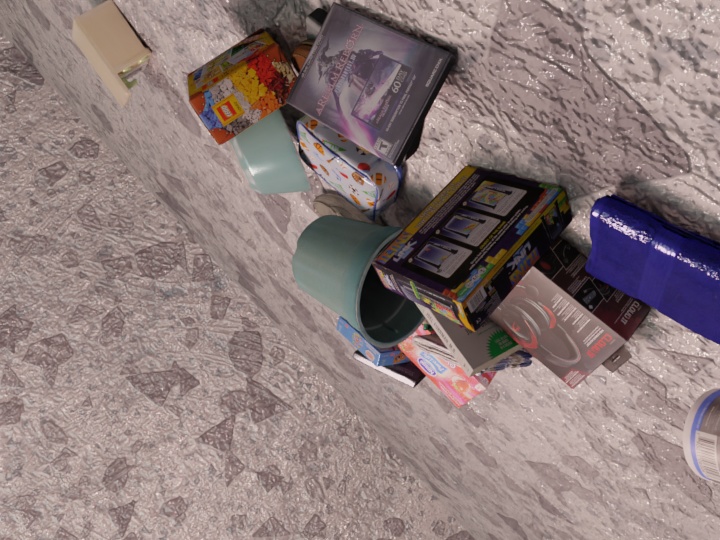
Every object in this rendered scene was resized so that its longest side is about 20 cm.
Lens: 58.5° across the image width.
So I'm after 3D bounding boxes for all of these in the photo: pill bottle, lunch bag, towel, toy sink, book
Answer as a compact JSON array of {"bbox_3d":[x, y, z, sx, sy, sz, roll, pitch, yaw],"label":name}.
[{"bbox_3d":[0.474,0.202,0.703,0.114,0.114,0.200,52,161,-18],"label":"pill bottle"},{"bbox_3d":[-0.023,-0.181,1.070,0.200,0.076,0.160,43,166,11],"label":"lunch bag"},{"bbox_3d":[0.341,0.001,0.692,0.200,0.050,0.148,35,166,30],"label":"towel"},{"bbox_3d":[0.197,0.140,1.115,0.146,0.024,0.199,21,-169,38],"label":"towel"},{"bbox_3d":[-0.582,-0.518,1.546,0.201,0.112,0.130,57,160,-14],"label":"toy sink"},{"bbox_3d":[0.157,0.048,0.969,0.200,0.133,0.048,54,153,25],"label":"book"}]

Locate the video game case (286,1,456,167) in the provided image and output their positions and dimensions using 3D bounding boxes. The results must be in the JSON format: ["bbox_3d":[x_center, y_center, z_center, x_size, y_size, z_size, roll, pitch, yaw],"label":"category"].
[{"bbox_3d":[0.006,-0.236,0.803,0.200,0.144,0.019,35,-167,29],"label":"video game case"}]

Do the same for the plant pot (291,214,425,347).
[{"bbox_3d":[0.000,0.000,1.086,0.195,0.200,0.201,23,151,42],"label":"plant pot"}]

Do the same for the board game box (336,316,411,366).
[{"bbox_3d":[0.072,0.138,1.346,0.151,0.199,0.037,37,121,46],"label":"board game box"}]

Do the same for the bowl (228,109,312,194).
[{"bbox_3d":[-0.172,-0.218,1.158,0.201,0.104,0.202,156,90,-88],"label":"bowl"}]

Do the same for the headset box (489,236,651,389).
[{"bbox_3d":[0.272,0.056,0.863,0.200,0.075,0.149,42,148,14],"label":"headset box"}]

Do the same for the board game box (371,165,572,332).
[{"bbox_3d":[0.138,-0.036,0.811,0.165,0.200,0.057,26,155,49],"label":"board game box"}]

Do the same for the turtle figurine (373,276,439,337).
[{"bbox_3d":[0.131,0.044,1.167,0.199,0.101,0.149,22,-164,25],"label":"turtle figurine"}]

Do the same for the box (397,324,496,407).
[{"bbox_3d":[0.167,0.150,1.255,0.200,0.103,0.095,44,135,4],"label":"box"}]

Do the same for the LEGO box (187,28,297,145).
[{"bbox_3d":[-0.180,-0.285,0.978,0.077,0.148,0.200,58,-179,-30],"label":"LEGO box"}]

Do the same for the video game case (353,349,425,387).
[{"bbox_3d":[0.090,0.174,1.364,0.142,0.200,0.019,23,113,21],"label":"video game case"}]

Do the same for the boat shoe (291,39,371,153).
[{"bbox_3d":[-0.032,-0.237,0.869,0.200,0.068,0.072,41,163,19],"label":"boat shoe"}]

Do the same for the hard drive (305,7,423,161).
[{"bbox_3d":[0.005,-0.259,0.905,0.200,0.033,0.140,42,162,15],"label":"hard drive"}]

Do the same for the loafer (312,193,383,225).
[{"bbox_3d":[-0.036,-0.099,1.274,0.199,0.070,0.070,28,155,45],"label":"loafer"}]
